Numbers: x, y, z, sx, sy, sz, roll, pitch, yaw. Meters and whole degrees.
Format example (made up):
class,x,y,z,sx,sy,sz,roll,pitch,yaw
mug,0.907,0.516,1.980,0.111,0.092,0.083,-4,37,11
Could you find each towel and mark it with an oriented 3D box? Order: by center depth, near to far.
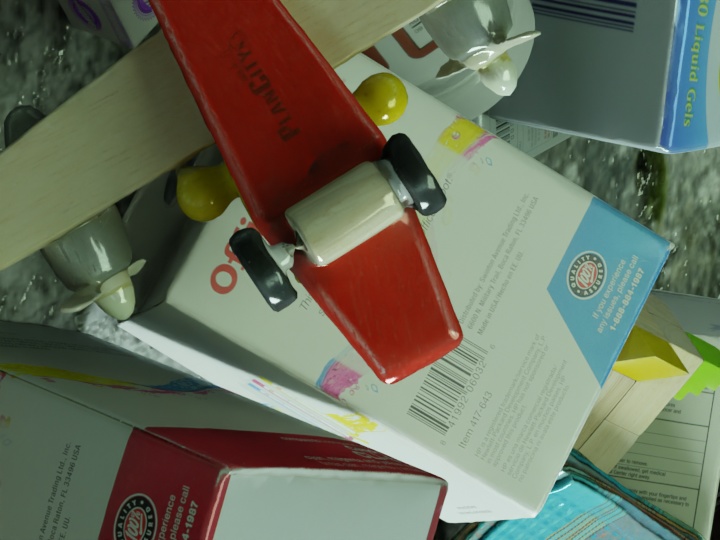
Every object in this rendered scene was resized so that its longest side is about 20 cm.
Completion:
class,x,y,z,sx,sy,sz,roll,pitch,yaw
towel,0.067,0.177,1.296,0.200,0.022,0.146,-42,136,15

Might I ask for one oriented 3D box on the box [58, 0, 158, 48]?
class,x,y,z,sx,sy,sz,roll,pitch,yaw
box,-0.123,-0.171,0.988,0.041,0.039,0.201,-49,138,-24

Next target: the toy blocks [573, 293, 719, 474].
class,x,y,z,sx,sy,sz,roll,pitch,yaw
toy blocks,0.061,0.052,1.254,0.199,0.100,0.137,27,111,-34

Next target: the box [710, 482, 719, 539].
class,x,y,z,sx,sy,sz,roll,pitch,yaw
box,0.188,0.167,1.493,0.100,0.075,0.201,-23,121,-44

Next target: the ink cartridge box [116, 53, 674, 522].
class,x,y,z,sx,sy,sz,roll,pitch,yaw
ink cartridge box,0.000,0.000,1.093,0.199,0.125,0.129,31,77,-9

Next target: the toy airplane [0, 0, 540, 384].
class,x,y,z,sx,sy,sz,roll,pitch,yaw
toy airplane,-0.040,-0.068,0.961,0.141,0.199,0.200,61,41,-73

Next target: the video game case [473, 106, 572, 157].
class,x,y,z,sx,sy,sz,roll,pitch,yaw
video game case,0.098,-0.162,1.255,0.182,0.022,0.201,-29,125,-46

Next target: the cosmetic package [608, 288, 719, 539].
class,x,y,z,sx,sy,sz,roll,pitch,yaw
cosmetic package,0.133,0.113,1.361,0.073,0.103,0.201,-58,157,-74

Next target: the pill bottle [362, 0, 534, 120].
class,x,y,z,sx,sy,sz,roll,pitch,yaw
pill bottle,-0.005,-0.144,1.087,0.113,0.112,0.200,-59,142,-14

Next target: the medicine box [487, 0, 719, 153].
class,x,y,z,sx,sy,sz,roll,pitch,yaw
medicine box,0.162,-0.159,1.235,0.199,0.102,0.184,-12,112,-51

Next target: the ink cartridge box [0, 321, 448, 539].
class,x,y,z,sx,sy,sz,roll,pitch,yaw
ink cartridge box,-0.099,0.113,1.011,0.144,0.199,0.146,8,100,-54
